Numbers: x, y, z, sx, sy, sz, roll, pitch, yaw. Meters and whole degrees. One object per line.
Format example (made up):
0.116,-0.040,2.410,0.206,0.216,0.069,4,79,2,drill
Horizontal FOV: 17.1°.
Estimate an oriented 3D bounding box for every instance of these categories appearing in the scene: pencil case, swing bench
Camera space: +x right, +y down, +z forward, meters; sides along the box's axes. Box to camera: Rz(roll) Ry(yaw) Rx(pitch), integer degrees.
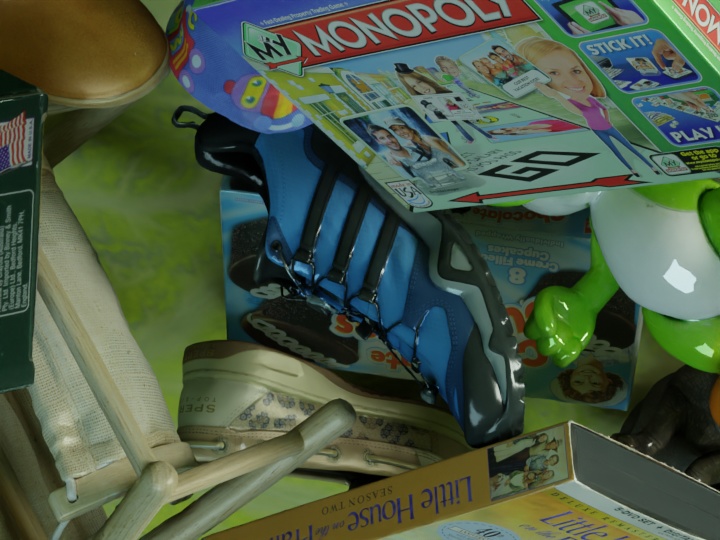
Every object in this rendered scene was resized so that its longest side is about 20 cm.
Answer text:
-0.026,-0.148,0.952,0.077,0.087,0.201,7,137,-11,pencil case
-0.139,0.043,1.075,0.200,0.129,0.200,-43,71,41,swing bench

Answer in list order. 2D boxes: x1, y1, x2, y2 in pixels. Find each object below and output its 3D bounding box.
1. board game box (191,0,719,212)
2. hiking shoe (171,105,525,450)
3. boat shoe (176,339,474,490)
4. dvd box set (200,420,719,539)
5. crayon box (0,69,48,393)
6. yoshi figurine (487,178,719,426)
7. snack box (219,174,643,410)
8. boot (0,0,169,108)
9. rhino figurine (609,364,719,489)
0.049,-0.078,0.861,0.199,0.029,0.134,-6,142,49,board game box
0.000,0.000,1.024,0.086,0.201,0.075,-26,156,-9,hiking shoe
-0.007,0.093,1.185,0.199,0.063,0.073,22,158,-27,boat shoe
0.051,0.122,1.055,0.199,0.030,0.146,-20,150,32,dvd box set
-0.208,-0.039,0.996,0.199,0.051,0.128,26,118,44,crayon box
0.101,-0.024,0.984,0.200,0.112,0.112,42,170,19,yoshi figurine
0.035,0.004,1.128,0.198,0.037,0.117,7,138,6,snack box
-0.164,-0.156,0.956,0.200,0.071,0.144,30,150,15,boot
0.161,0.070,1.101,0.060,0.087,0.200,50,160,5,rhino figurine
